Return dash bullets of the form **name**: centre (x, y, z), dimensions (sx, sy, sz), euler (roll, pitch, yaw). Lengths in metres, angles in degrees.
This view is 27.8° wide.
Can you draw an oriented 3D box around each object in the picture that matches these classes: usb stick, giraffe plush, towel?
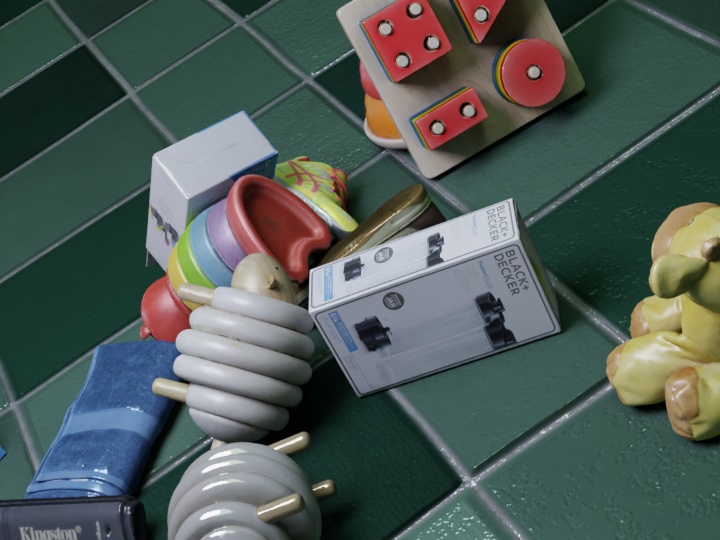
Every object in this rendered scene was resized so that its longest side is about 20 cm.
- **usb stick**: centre (-0.281, 0.235, 1.330), dimensions (0.198, 0.056, 0.033), euler (-7, -3, 28)
- **giraffe plush**: centre (0.275, 0.019, 1.110), dimensions (0.199, 0.163, 0.173), euler (9, 49, 42)
- **towel**: centre (-0.241, 0.149, 1.410), dimensions (0.111, 0.049, 0.201), euler (-6, 40, 28)

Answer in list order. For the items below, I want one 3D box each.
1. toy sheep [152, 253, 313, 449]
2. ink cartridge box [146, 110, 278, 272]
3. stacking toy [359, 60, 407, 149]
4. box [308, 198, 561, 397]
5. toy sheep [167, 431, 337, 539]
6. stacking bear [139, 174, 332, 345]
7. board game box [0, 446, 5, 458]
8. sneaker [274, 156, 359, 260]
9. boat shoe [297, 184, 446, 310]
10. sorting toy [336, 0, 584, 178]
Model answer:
- **toy sheep**: centre (-0.109, 0.084, 1.314), dimensions (0.137, 0.137, 0.202), euler (11, 87, 43)
- **ink cartridge box**: centre (-0.159, -0.060, 1.525), dimensions (0.115, 0.201, 0.068), euler (-30, 66, -27)
- **stacking toy**: centre (0.042, -0.247, 1.575), dimensions (0.145, 0.201, 0.147), euler (-18, 31, 11)
- **box**: centre (0.066, 0.026, 1.292), dimensions (0.198, 0.117, 0.060), euler (-19, 36, 13)
- **toy sheep**: centre (-0.091, 0.204, 1.165), dimensions (0.137, 0.139, 0.200), euler (-21, 18, 11)
- **stacking bear**: centre (-0.142, 0.007, 1.446), dimensions (0.200, 0.114, 0.122), euler (-40, 9, 31)
- **board game box**: centre (-0.475, 0.177, 1.410), dimensions (0.056, 0.197, 0.200), euler (13, 53, 44)
- **sneaker**: centre (-0.044, -0.076, 1.536), dimensions (0.090, 0.079, 0.200), euler (-29, 37, -18)
- **boat shoe**: centre (0.000, 0.000, 1.413), dimensions (0.200, 0.065, 0.073), euler (-38, 12, 20)
- **sorting toy**: centre (0.110, -0.227, 1.496), dimensions (0.198, 0.201, 0.070), euler (-30, 11, -2)
